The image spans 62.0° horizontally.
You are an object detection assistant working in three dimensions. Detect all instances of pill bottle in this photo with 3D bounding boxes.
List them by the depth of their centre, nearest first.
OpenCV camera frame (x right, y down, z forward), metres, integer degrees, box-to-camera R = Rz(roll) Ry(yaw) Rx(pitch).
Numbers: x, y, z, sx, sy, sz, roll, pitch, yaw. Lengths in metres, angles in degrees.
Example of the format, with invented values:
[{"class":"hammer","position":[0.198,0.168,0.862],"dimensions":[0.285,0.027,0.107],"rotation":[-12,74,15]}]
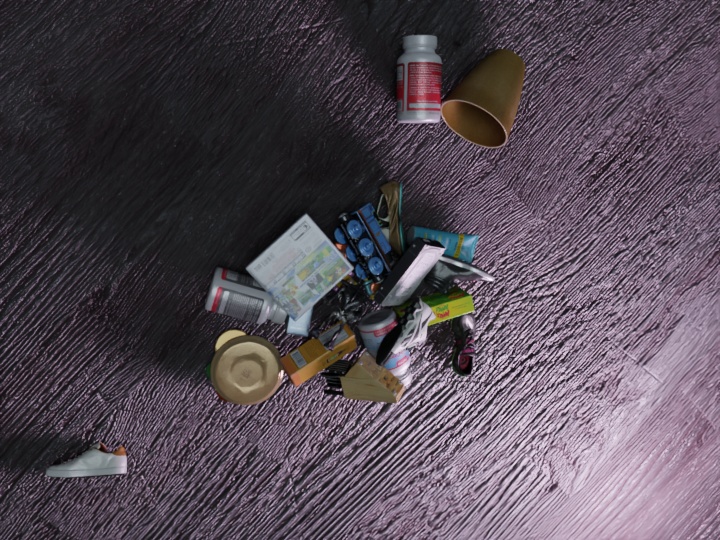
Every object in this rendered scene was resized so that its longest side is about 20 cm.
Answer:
[{"class":"pill bottle","position":[0.145,-0.470,1.482],"dimensions":[0.111,0.112,0.202],"rotation":[-2,103,-12]},{"class":"pill bottle","position":[-0.281,0.070,1.506],"dimensions":[0.198,0.111,0.112],"rotation":[17,98,-15]},{"class":"pill bottle","position":[0.072,0.214,1.614],"dimensions":[0.108,0.109,0.202],"rotation":[-22,106,-7]}]

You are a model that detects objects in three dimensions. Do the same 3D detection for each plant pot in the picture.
[{"class":"plant pot","position":[0.330,-0.446,1.506],"dimensions":[0.186,0.186,0.201],"rotation":[34,80,-17]}]

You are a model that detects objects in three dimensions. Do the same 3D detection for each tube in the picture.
[{"class":"tube","position":[0.224,-0.076,1.621],"dimensions":[0.198,0.050,0.078],"rotation":[10,108,-19]}]

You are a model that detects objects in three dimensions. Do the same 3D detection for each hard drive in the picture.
[{"class":"hard drive","position":[0.128,0.007,1.551],"dimensions":[0.038,0.139,0.201],"rotation":[45,108,23]}]

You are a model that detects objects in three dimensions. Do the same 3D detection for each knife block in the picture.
[{"class":"knife block","position":[-0.006,0.308,1.592],"dimensions":[0.200,0.064,0.176],"rotation":[40,124,3]}]

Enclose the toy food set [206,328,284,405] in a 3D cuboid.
[{"class":"toy food set","position":[-0.302,0.262,1.576],"dimensions":[0.198,0.049,0.200],"rotation":[17,98,-16]}]

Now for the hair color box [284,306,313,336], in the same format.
[{"class":"hair color box","position":[-0.148,0.056,1.537],"dimensions":[0.060,0.099,0.202],"rotation":[9,100,-11]}]

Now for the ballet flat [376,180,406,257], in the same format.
[{"class":"ballet flat","position":[0.079,-0.133,1.570],"dimensions":[0.072,0.068,0.202],"rotation":[-3,103,9]}]

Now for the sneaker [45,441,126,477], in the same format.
[{"class":"sneaker","position":[-0.700,0.488,1.539],"dimensions":[0.198,0.073,0.086],"rotation":[-3,72,-5]}]

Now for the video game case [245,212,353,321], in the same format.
[{"class":"video game case","position":[-0.147,-0.007,1.462],"dimensions":[0.200,0.022,0.183],"rotation":[-42,104,0]}]

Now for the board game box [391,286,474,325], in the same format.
[{"class":"board game box","position":[0.195,0.103,1.620],"dimensions":[0.198,0.102,0.048],"rotation":[-17,106,-8]}]

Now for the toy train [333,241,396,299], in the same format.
[{"class":"toy train","position":[0.000,0.000,1.581],"dimensions":[0.198,0.056,0.152],"rotation":[14,99,-14]}]

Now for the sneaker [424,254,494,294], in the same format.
[{"class":"sneaker","position":[0.262,0.023,1.637],"dimensions":[0.198,0.071,0.100],"rotation":[17,98,-9]}]

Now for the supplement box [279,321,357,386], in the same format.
[{"class":"supplement box","position":[-0.108,0.217,1.573],"dimensions":[0.199,0.069,0.067],"rotation":[-29,146,-14]}]

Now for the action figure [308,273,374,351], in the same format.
[{"class":"action figure","position":[-0.048,0.099,1.526],"dimensions":[0.119,0.102,0.201],"rotation":[39,81,-10]}]

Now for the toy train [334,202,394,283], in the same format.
[{"class":"toy train","position":[0.018,-0.068,1.531],"dimensions":[0.114,0.086,0.201],"rotation":[-37,100,-36]}]

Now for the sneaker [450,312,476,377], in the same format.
[{"class":"sneaker","position":[0.297,0.203,1.673],"dimensions":[0.076,0.084,0.202],"rotation":[-7,103,-11]}]

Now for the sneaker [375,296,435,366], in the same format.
[{"class":"sneaker","position":[0.121,0.174,1.526],"dimensions":[0.088,0.074,0.201],"rotation":[39,87,-21]}]
